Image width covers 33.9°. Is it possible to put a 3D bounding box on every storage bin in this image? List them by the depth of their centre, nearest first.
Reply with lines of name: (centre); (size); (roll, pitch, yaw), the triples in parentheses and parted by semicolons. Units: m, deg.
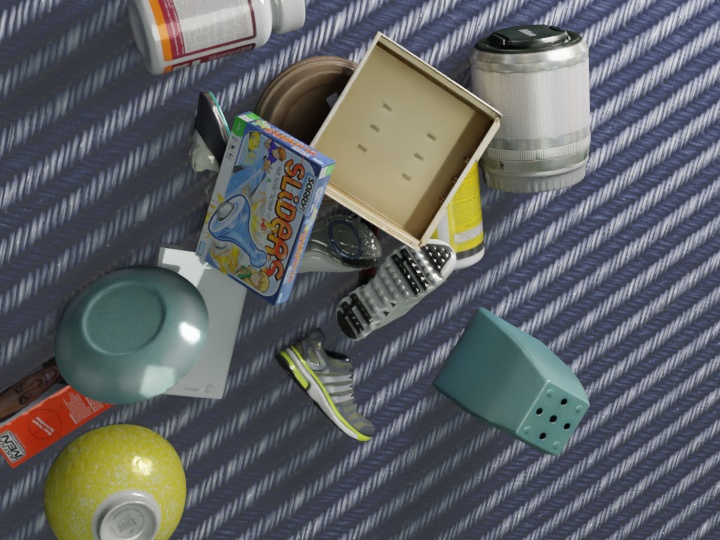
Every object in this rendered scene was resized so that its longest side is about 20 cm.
storage bin: (0.048, -0.159, 1.495); (0.197, 0.094, 0.201); (31, 96, -8)

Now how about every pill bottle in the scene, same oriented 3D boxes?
pill bottle: (-0.175, -0.314, 1.434); (0.198, 0.109, 0.111); (-19, 114, -17)
pill bottle: (0.108, -0.110, 1.621); (0.113, 0.114, 0.202); (-14, 113, -18)

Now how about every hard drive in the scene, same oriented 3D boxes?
hard drive: (-0.229, 0.070, 1.591); (0.130, 0.026, 0.202); (8, 104, -25)

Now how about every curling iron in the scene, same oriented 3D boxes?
curling iron: (0.000, 0.000, 1.656); (0.049, 0.026, 0.202); (-1, 119, -8)

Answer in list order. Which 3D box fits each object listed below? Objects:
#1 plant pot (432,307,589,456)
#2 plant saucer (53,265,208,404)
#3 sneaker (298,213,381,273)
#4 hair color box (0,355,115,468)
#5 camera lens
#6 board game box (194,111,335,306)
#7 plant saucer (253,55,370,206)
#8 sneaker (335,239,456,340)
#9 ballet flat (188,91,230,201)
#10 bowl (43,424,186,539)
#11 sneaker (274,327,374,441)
plant pot: (0.231, 0.174, 1.722); (0.141, 0.200, 0.142); (29, 95, -27)
plant saucer: (-0.290, 0.068, 1.471); (0.200, 0.202, 0.039); (-28, 148, -11)
sneaker: (-0.067, -0.031, 1.583); (0.198, 0.087, 0.075); (6, 69, -23)
hair color box: (-0.380, 0.156, 1.514); (0.199, 0.101, 0.062); (-33, 118, -10)
camera lens: (0.232, -0.224, 1.608); (0.158, 0.160, 0.202); (-13, 112, -18)
board game box: (-0.121, -0.075, 1.463); (0.034, 0.135, 0.202); (-28, 143, -56)
plant saucer: (-0.046, -0.179, 1.551); (0.198, 0.029, 0.203); (-6, 110, -17)
sneaker: (0.056, 0.022, 1.609); (0.199, 0.076, 0.081); (-36, 162, 30)
ballet flat: (-0.178, -0.130, 1.521); (0.073, 0.073, 0.201); (-31, 119, -10)
bowl: (-0.322, 0.321, 1.592); (0.198, 0.108, 0.203); (-7, 110, -20)
sneaker: (-0.032, 0.166, 1.683); (0.081, 0.074, 0.200); (-43, 120, -7)
